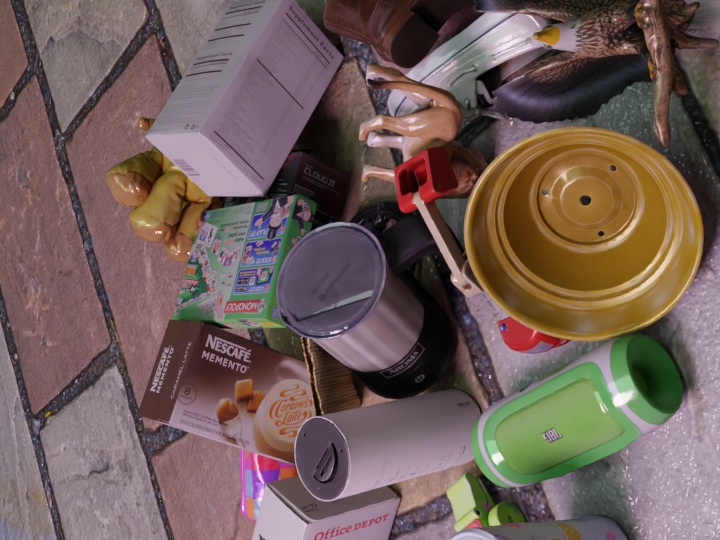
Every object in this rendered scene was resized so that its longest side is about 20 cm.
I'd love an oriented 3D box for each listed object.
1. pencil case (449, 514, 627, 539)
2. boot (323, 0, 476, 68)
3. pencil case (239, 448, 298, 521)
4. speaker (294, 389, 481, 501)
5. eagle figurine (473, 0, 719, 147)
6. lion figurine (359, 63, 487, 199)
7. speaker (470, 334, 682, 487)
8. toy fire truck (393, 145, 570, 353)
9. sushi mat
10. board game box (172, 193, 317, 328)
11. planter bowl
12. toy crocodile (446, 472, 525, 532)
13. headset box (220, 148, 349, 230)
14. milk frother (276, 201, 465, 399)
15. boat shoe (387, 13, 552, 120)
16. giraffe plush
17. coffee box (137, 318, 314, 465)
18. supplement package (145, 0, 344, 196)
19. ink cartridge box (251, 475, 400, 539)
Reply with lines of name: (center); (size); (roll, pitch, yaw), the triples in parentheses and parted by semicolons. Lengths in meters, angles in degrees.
pencil case: (0.157, 0.263, 0.966); (0.091, 0.199, 0.084); (-46, 54, 31)
boot: (0.055, -0.301, 1.131); (0.186, 0.064, 0.200); (-44, 30, 1)
pencil case: (-0.113, 0.205, 1.335); (0.088, 0.088, 0.203); (-3, 92, 47)
speaker: (0.031, 0.170, 1.088); (0.081, 0.199, 0.082); (5, 98, 45)
eagle figurine: (0.194, -0.203, 0.937); (0.200, 0.150, 0.153); (23, 87, 60)
lion figurine: (0.063, -0.124, 1.032); (0.121, 0.200, 0.073); (8, 74, 6)
speaker: (0.191, 0.132, 0.998); (0.200, 0.088, 0.089); (-37, 67, 42)
toy fire truck: (0.118, -0.015, 1.018); (0.049, 0.140, 0.202); (-27, 77, 45)
sushi mat: (-0.029, 0.110, 1.179); (0.012, 0.200, 0.097); (-12, 85, 10)
board game box: (-0.129, -0.005, 1.181); (0.199, 0.029, 0.136); (-4, 69, 52)
planter bowl: (0.193, -0.046, 0.955); (0.198, 0.084, 0.202); (7, 120, 12)
toy crocodile: (0.138, 0.297, 1.084); (0.067, 0.061, 0.202); (-43, 62, 40)
headset box: (-0.102, -0.048, 1.261); (0.148, 0.075, 0.202); (3, 74, 54)
milk frother: (0.000, 0.000, 1.118); (0.199, 0.188, 0.181); (36, 85, 34)
boat shoe: (0.113, -0.182, 1.077); (0.201, 0.074, 0.087); (-32, 78, 36)
giraffe plush: (-0.192, -0.131, 1.369); (0.161, 0.172, 0.202); (-22, 42, 35)
coffee box: (-0.130, 0.138, 1.222); (0.079, 0.199, 0.116); (2, 70, 53)
supplement package: (-0.127, -0.196, 1.230); (0.109, 0.114, 0.201); (5, 59, 46)
ink cartridge box: (-0.052, 0.331, 1.231); (0.085, 0.147, 0.202); (29, 113, 40)
